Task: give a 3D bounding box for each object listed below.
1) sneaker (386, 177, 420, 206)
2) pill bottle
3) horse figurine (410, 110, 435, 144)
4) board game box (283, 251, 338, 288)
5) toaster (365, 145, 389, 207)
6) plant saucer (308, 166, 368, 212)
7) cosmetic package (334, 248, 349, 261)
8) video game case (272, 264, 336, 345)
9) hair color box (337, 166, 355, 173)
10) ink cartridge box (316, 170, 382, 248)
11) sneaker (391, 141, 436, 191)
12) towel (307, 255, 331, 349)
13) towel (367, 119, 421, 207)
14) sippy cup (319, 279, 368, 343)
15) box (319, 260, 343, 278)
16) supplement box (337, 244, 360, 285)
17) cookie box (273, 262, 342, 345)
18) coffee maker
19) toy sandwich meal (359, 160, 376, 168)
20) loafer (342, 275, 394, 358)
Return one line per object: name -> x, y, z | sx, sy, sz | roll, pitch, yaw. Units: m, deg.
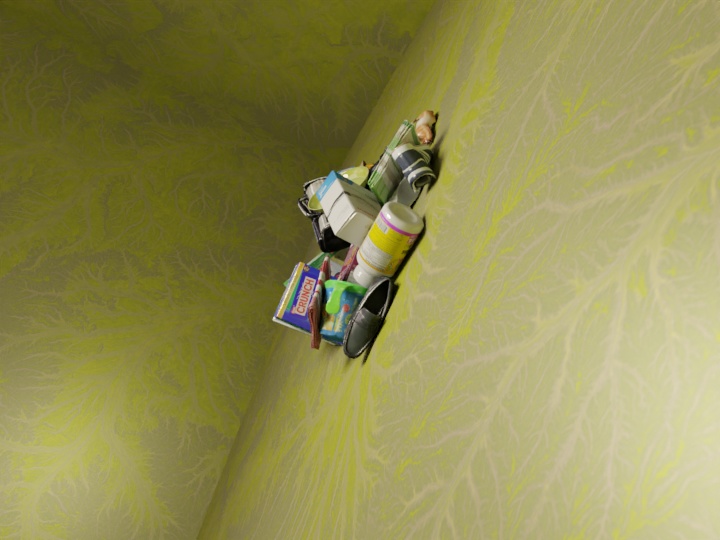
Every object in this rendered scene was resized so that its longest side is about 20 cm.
sneaker -> 0.096, -0.158, 1.500 | 0.200, 0.070, 0.080 | -57, 4, 10
pill bottle -> 0.058, -0.053, 1.321 | 0.200, 0.104, 0.104 | -60, 12, 31
horse figurine -> 0.179, -0.416, 1.669 | 0.133, 0.050, 0.200 | -33, 26, 49
board game box -> -0.145, -0.019, 1.796 | 0.200, 0.029, 0.135 | -41, 6, -25
toaster -> 0.067, -0.229, 1.629 | 0.200, 0.119, 0.181 | 157, 135, -76
plant saucer -> -0.057, -0.223, 1.602 | 0.200, 0.031, 0.200 | -26, 27, 14
cosmetic package -> -0.025, -0.121, 1.937 | 0.200, 0.085, 0.108 | -81, 18, -54
video game case -> -0.131, 0.100, 1.660 | 0.023, 0.200, 0.182 | 86, -155, -76
hair color box -> -0.012, -0.216, 1.792 | 0.100, 0.060, 0.200 | -102, -8, -50
ink cartridge box -> -0.013, -0.144, 1.423 | 0.084, 0.145, 0.200 | -50, 37, 20
sneaker -> 0.152, -0.257, 1.420 | 0.070, 0.109, 0.200 | -37, -10, 26
towel -> -0.099, 0.077, 1.403 | 0.200, 0.023, 0.144 | -78, -9, -51
towel -> 0.097, -0.273, 1.480 | 0.200, 0.031, 0.149 | -60, -26, -7
sippy cup -> -0.037, 0.105, 1.362 | 0.140, 0.178, 0.131 | -3, 66, 52
box -> -0.098, 0.082, 1.758 | 0.200, 0.115, 0.132 | -67, 10, -8
supplement box -> 0.000, 0.000, 1.537 | 0.200, 0.086, 0.110 | -70, 11, -22
cookie box -> -0.117, 0.094, 1.588 | 0.171, 0.200, 0.075 | -68, 11, -14
coffee maker -> -0.088, -0.161, 1.746 | 0.135, 0.192, 0.200 | -27, 59, 12
toy sandwich meal -> 0.051, -0.269, 1.826 | 0.205, 0.070, 0.205 | -14, -90, -81
loafer -> 0.017, 0.103, 1.268 | 0.201, 0.068, 0.070 | -63, 1, -8
